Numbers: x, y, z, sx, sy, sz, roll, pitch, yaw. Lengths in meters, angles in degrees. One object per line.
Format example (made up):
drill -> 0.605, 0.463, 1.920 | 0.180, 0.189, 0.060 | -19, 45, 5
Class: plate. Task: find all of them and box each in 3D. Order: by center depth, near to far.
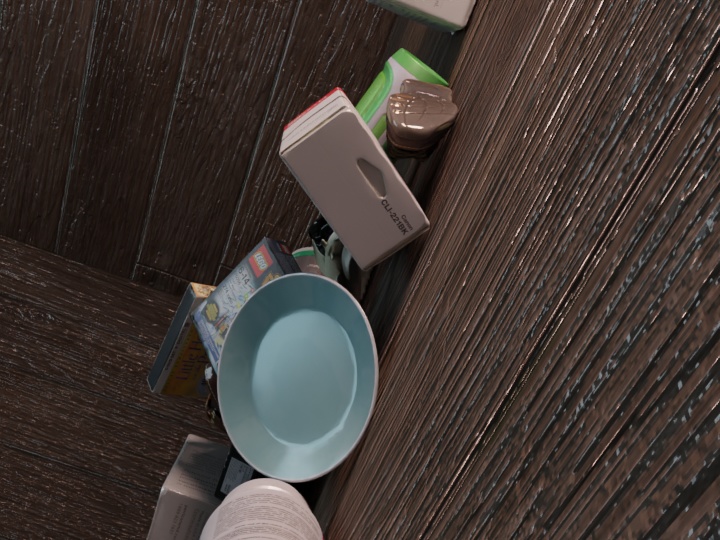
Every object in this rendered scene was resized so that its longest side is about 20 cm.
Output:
plate -> -0.060, 0.103, 0.895 | 0.025, 0.199, 0.202 | 16, -86, -54

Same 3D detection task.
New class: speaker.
speaker -> 0.019, -0.167, 1.121 | 0.201, 0.088, 0.089 | -53, 10, 15

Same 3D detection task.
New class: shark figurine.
shark figurine -> -0.002, -0.020, 1.127 | 0.215, 0.089, 0.129 | 103, 149, -61

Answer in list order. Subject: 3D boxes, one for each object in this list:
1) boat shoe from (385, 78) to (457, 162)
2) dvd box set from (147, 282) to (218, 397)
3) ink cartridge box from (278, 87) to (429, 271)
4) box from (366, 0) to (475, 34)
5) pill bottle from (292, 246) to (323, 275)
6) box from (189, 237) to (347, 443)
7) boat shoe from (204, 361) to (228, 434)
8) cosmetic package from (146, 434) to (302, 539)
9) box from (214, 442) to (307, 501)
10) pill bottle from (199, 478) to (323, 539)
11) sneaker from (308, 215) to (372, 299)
boat shoe -> 0.064, -0.150, 0.978 | 0.200, 0.074, 0.074 | -62, -16, -67
dvd box set -> -0.142, 0.094, 1.118 | 0.147, 0.199, 0.029 | -61, 39, 21
ink cartridge box -> -0.010, -0.101, 0.952 | 0.083, 0.145, 0.200 | -35, 14, 6
box -> 0.099, -0.422, 1.177 | 0.199, 0.130, 0.202 | -94, 24, -77
pill bottle -> -0.082, 0.073, 1.364 | 0.113, 0.112, 0.201 | 116, 171, -51
box -> -0.092, 0.085, 0.962 | 0.137, 0.040, 0.201 | -43, 60, 22
boat shoe -> -0.149, 0.168, 1.094 | 0.201, 0.070, 0.071 | 67, -167, -52
cosmetic package -> -0.173, 0.328, 1.118 | 0.200, 0.165, 0.169 | -109, 39, -83
box -> -0.084, 0.168, 1.068 | 0.160, 0.043, 0.202 | 11, -81, -68
pill bottle -> -0.084, 0.253, 0.772 | 0.200, 0.112, 0.114 | -121, 50, -83
sneaker -> -0.028, -0.027, 1.226 | 0.070, 0.099, 0.202 | -81, 12, -73
